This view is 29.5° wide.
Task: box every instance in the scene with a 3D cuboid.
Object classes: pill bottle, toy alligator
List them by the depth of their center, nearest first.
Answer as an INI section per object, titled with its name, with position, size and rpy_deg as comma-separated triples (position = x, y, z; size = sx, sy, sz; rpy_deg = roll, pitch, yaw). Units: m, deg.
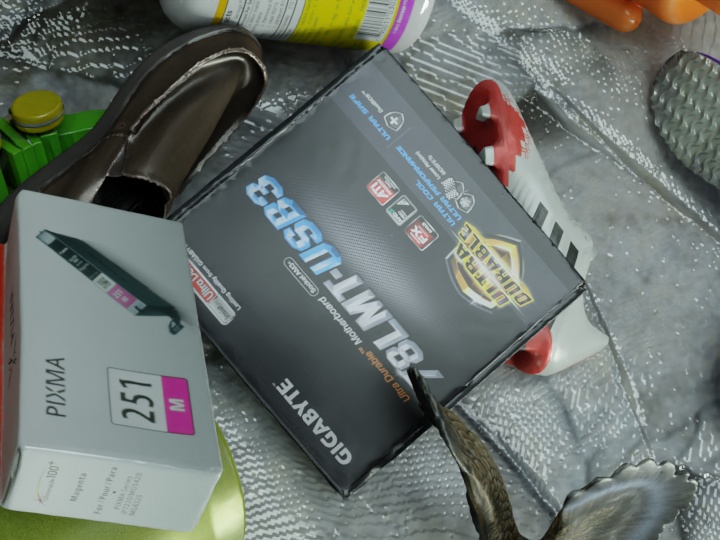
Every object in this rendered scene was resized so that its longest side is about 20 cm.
[toy alligator]
position = -0.231, -0.059, 0.800
size = 0.200, 0.059, 0.054
rpy_deg = -31, 46, -26
[pill bottle]
position = -0.058, -0.195, 0.844
size = 0.200, 0.104, 0.104
rpy_deg = 4, 73, -20

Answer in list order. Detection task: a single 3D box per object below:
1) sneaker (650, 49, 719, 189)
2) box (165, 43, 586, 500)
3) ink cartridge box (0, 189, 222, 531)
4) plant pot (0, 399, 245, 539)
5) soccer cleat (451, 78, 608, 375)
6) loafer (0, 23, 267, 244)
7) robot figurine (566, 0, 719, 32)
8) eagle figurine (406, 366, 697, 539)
[sneaker]
position = 0.299, -0.082, 0.998
size = 0.200, 0.070, 0.099
rpy_deg = 47, 27, 18
[box]
position = 0.000, 0.000, 0.839
size = 0.198, 0.050, 0.200
rpy_deg = -40, 89, -8
[ink cartridge box]
position = -0.165, 0.031, 0.661
size = 0.173, 0.044, 0.200
rpy_deg = 12, 33, -22
[plant pot]
position = -0.169, 0.135, 0.699
size = 0.193, 0.200, 0.201
rpy_deg = -24, 83, -36
[soccer cleat]
position = 0.113, -0.030, 0.913
size = 0.085, 0.069, 0.200
rpy_deg = -7, 80, -27
[loafer]
position = -0.122, -0.061, 0.807
size = 0.200, 0.073, 0.071
rpy_deg = -47, 52, -8
[robot figurine]
position = 0.209, -0.255, 0.968
size = 0.117, 0.144, 0.200
rpy_deg = -34, 64, -29
[eagle figurine]
position = 0.092, 0.156, 0.770
size = 0.152, 0.151, 0.200
rpy_deg = 2, 110, -18
